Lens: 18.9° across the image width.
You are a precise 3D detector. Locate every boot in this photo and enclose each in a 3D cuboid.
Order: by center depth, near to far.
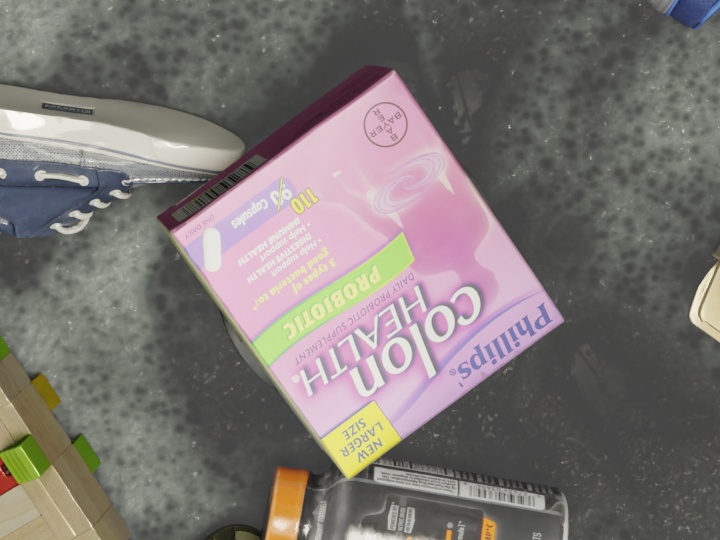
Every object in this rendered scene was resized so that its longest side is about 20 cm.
[{"bbox_3d":[-0.181,-0.065,1.454,0.200,0.073,0.090,10,111,-2],"label":"boot"}]

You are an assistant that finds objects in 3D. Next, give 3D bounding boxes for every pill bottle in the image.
[{"bbox_3d":[0.033,0.183,1.465,0.200,0.106,0.106,10,97,-3],"label":"pill bottle"}]

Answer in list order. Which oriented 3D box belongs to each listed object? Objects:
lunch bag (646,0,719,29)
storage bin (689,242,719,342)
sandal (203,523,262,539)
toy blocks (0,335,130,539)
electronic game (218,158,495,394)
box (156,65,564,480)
[{"bbox_3d":[0.236,-0.259,1.400,0.132,0.136,0.200,35,96,-1],"label":"lunch bag"},{"bbox_3d":[0.326,0.055,1.413,0.198,0.200,0.094,34,93,-6],"label":"storage bin"},{"bbox_3d":[-0.133,0.259,1.497,0.201,0.057,0.080,-42,91,-12],"label":"sandal"},{"bbox_3d":[-0.256,0.157,1.467,0.137,0.100,0.200,-31,96,14],"label":"toy blocks"},{"bbox_3d":[0.000,0.000,1.473,0.200,0.042,0.200,-1,98,-11],"label":"electronic game"},{"bbox_3d":[-0.002,-0.001,1.402,0.176,0.097,0.200,-36,102,-5],"label":"box"}]
